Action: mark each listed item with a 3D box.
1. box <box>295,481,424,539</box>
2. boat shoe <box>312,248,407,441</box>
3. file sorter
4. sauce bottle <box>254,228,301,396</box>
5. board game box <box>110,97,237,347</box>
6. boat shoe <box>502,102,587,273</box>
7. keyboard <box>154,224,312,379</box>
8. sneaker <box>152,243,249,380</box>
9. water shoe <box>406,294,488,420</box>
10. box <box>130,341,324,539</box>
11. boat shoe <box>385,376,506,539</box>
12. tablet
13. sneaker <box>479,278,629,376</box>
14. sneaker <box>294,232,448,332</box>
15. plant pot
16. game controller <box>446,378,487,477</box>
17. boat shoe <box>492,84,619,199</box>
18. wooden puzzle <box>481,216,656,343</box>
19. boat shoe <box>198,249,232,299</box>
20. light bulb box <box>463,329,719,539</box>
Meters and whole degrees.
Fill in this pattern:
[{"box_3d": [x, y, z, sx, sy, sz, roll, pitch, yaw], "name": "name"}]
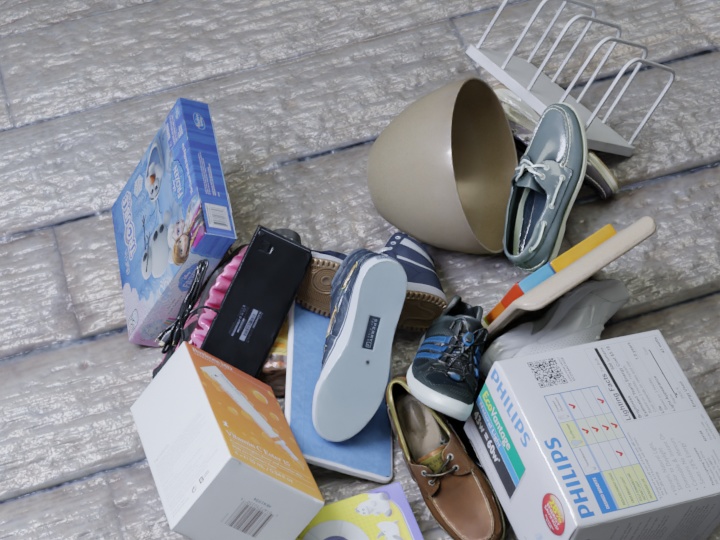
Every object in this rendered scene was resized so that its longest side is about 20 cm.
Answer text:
[{"box_3d": [-0.034, 0.297, 1.514, 0.199, 0.048, 0.118, -18, 54, -9], "name": "box"}, {"box_3d": [-0.007, 0.076, 1.590, 0.070, 0.091, 0.201, 18, 95, -19], "name": "boat shoe"}, {"box_3d": [0.259, -0.250, 1.828, 0.200, 0.125, 0.138, 45, 24, 29], "name": "file sorter"}, {"box_3d": [-0.092, 0.043, 1.696, 0.066, 0.066, 0.201, -2, 52, 1], "name": "sauce bottle"}, {"box_3d": [-0.214, -0.053, 1.693, 0.043, 0.199, 0.201, 10, 46, -30], "name": "board game box"}, {"box_3d": [0.207, -0.098, 1.730, 0.073, 0.062, 0.201, 12, 89, 39], "name": "boat shoe"}, {"box_3d": [-0.140, 0.046, 1.586, 0.021, 0.127, 0.201, 26, 91, 60], "name": "keyboard"}, {"box_3d": [-0.167, 0.056, 1.653, 0.095, 0.079, 0.201, 16, 75, 53], "name": "sneaker"}, {"box_3d": [0.093, 0.084, 1.569, 0.071, 0.079, 0.200, 24, 19, -7], "name": "water shoe"}, {"box_3d": [-0.135, 0.182, 1.501, 0.098, 0.124, 0.200, -50, 34, 13], "name": "box"}, {"box_3d": [0.078, 0.200, 1.546, 0.072, 0.068, 0.200, -35, 67, 5], "name": "boat shoe"}, {"box_3d": [-0.022, 0.127, 1.628, 0.130, 0.014, 0.201, 19, 50, -23], "name": "tablet"}, {"box_3d": [0.227, 0.086, 1.656, 0.199, 0.078, 0.100, -32, 74, -20], "name": "sneaker"}, {"box_3d": [0.000, 0.000, 1.687, 0.199, 0.070, 0.109, 16, 35, -15], "name": "sneaker"}, {"box_3d": [0.085, -0.113, 1.744, 0.134, 0.201, 0.201, -7, 49, 26], "name": "plant pot"}, {"box_3d": [0.129, 0.168, 1.617, 0.199, 0.042, 0.104, 32, 46, 23], "name": "game controller"}, {"box_3d": [0.222, -0.144, 1.826, 0.200, 0.072, 0.065, 40, 86, 14], "name": "boat shoe"}, {"box_3d": [0.209, 0.010, 1.636, 0.184, 0.200, 0.037, -31, 85, -20], "name": "wooden puzzle"}, {"box_3d": [-0.185, -0.032, 1.761, 0.073, 0.075, 0.201, 5, 44, -27], "name": "boat shoe"}, {"box_3d": [0.239, 0.184, 1.509, 0.199, 0.125, 0.199, -9, 54, -23], "name": "light bulb box"}]
